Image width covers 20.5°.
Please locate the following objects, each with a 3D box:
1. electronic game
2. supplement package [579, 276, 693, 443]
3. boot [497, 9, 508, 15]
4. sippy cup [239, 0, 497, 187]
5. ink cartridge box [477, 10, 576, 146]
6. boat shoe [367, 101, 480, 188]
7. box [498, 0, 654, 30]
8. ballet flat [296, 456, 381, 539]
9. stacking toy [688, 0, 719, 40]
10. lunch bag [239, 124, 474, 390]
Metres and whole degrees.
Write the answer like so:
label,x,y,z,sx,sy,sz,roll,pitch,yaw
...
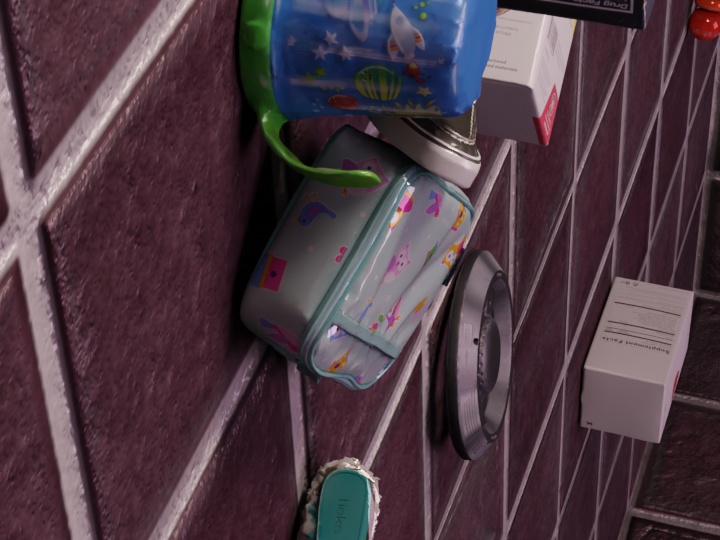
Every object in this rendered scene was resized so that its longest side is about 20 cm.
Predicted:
label,x,y,z,sx,sy,sz,roll,pitch,yaw
electronic game,0.111,0.081,1.894,0.200,0.041,0.201,3,90,-75
supplement package,0.393,0.126,2.822,0.200,0.119,0.122,-64,160,-44
boot,0.085,-0.285,1.499,0.107,0.075,0.201,-41,131,-62
sippy cup,0.010,-0.148,1.189,0.140,0.130,0.179,-53,151,-58
ink cartridge box,0.136,-0.227,1.689,0.145,0.083,0.201,56,47,-70
boat shoe,0.038,-0.126,1.277,0.064,0.071,0.200,-54,-147,20
box,0.110,-0.285,1.331,0.199,0.199,0.124,85,21,-49
ballet flat,-0.024,0.238,1.469,0.072,0.071,0.201,43,59,-73
stacking toy,0.563,-0.462,3.141,0.085,0.085,0.201,-46,150,-64
lunch bag,0.000,0.000,1.307,0.161,0.077,0.200,-62,162,-1
